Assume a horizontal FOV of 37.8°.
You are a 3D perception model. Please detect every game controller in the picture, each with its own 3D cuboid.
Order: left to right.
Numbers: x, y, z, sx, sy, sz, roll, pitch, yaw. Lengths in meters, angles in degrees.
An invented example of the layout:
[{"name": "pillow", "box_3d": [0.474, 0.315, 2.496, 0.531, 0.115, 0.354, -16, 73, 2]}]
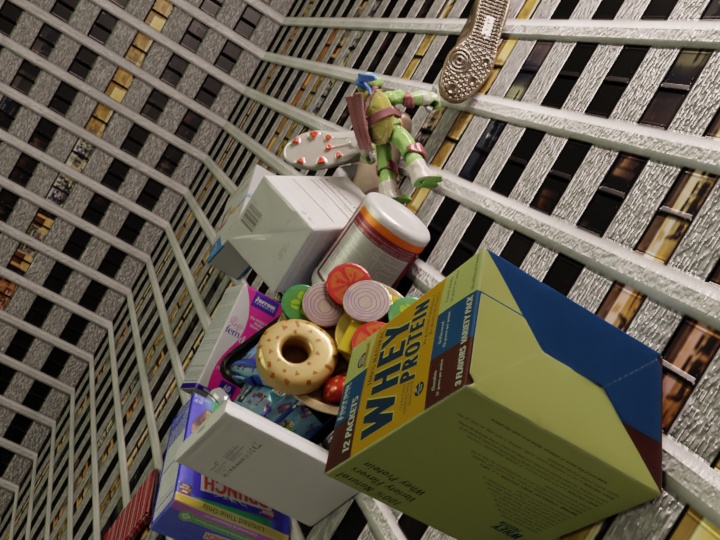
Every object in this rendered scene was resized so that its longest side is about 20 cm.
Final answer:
[{"name": "game controller", "box_3d": [-0.118, 0.108, 1.588, 0.200, 0.042, 0.104, -37, 39, -23]}]

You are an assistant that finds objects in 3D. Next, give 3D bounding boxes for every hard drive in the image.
[{"name": "hard drive", "box_3d": [-0.108, 0.237, 1.275, 0.132, 0.199, 0.026, -44, 25, 39]}]

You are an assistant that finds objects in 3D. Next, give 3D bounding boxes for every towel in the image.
[{"name": "towel", "box_3d": [-0.451, 0.496, 2.044, 0.200, 0.022, 0.145, -53, 19, 18]}]

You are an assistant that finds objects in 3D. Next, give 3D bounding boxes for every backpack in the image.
[{"name": "backpack", "box_3d": [-0.104, 0.169, 1.385, 0.200, 0.135, 0.182, -43, 16, -15]}]

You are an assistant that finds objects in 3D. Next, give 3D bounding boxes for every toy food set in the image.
[{"name": "toy food set", "box_3d": [-0.016, 0.084, 1.294, 0.049, 0.199, 0.199, 88, -154, -57]}]

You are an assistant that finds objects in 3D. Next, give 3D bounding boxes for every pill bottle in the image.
[{"name": "pill bottle", "box_3d": [0.000, 0.000, 1.469, 0.201, 0.109, 0.110, -54, 20, 18]}]

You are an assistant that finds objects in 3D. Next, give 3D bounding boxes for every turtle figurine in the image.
[{"name": "turtle figurine", "box_3d": [0.065, -0.197, 1.573, 0.200, 0.143, 0.195, 61, -168, -70]}]

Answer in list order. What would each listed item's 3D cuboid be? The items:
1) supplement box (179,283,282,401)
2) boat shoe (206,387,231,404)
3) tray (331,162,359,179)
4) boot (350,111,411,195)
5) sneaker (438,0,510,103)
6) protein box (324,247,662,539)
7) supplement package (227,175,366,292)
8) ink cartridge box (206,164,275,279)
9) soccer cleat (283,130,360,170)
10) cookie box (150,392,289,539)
[{"name": "supplement box", "box_3d": [-0.218, 0.136, 1.840, 0.103, 0.101, 0.201, -15, 49, 63]}, {"name": "boat shoe", "box_3d": [-0.217, 0.267, 1.574, 0.073, 0.066, 0.201, 35, 139, 42]}, {"name": "tray", "box_3d": [-0.059, -0.094, 1.811, 0.201, 0.022, 0.107, -58, -12, 21]}, {"name": "boot", "box_3d": [0.025, -0.139, 1.670, 0.201, 0.070, 0.147, -56, 21, 30]}, {"name": "sneaker", "box_3d": [0.173, -0.330, 1.589, 0.201, 0.070, 0.076, -63, -1, -12]}, {"name": "protein box", "box_3d": [0.112, 0.121, 0.887, 0.200, 0.198, 0.136, -40, 27, 46]}, {"name": "supplement package", "box_3d": [-0.071, -0.057, 1.549, 0.120, 0.199, 0.122, 46, 118, 24]}, {"name": "ink cartridge box", "box_3d": [-0.243, -0.105, 2.260, 0.144, 0.084, 0.201, -42, 25, 43]}, {"name": "soccer cleat", "box_3d": [-0.030, -0.203, 1.754, 0.078, 0.198, 0.070, 93, 164, -77]}, {"name": "cookie box", "box_3d": [-0.182, 0.287, 1.440, 0.075, 0.170, 0.201, -52, 22, 30]}]
